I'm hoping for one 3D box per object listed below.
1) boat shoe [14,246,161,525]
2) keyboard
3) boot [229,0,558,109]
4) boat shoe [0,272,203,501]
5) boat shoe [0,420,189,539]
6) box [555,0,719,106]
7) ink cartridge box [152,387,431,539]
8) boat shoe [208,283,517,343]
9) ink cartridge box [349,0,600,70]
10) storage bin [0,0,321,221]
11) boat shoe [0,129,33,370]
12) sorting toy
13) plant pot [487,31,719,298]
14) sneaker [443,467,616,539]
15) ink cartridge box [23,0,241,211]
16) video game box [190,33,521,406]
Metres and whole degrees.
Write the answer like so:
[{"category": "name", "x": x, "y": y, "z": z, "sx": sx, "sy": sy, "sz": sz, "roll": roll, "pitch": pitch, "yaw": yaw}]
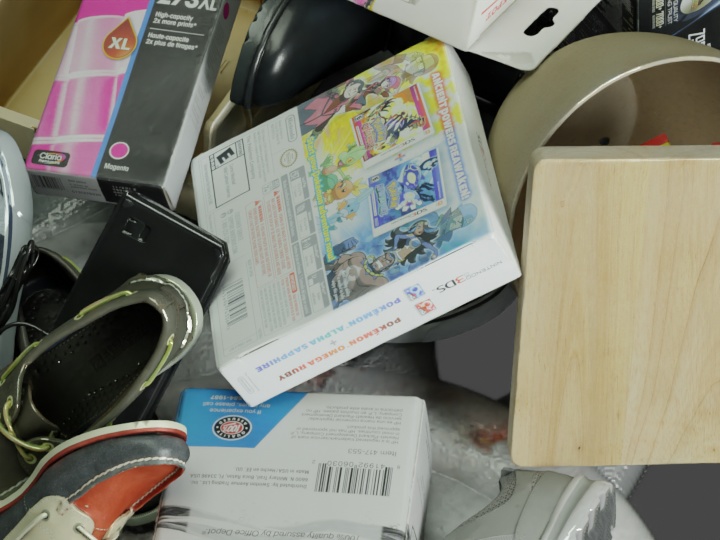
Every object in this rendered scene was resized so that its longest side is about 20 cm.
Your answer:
[{"category": "boat shoe", "x": -0.171, "y": 0.069, "z": 1.700, "sx": 0.072, "sy": 0.061, "sz": 0.201, "roll": -23, "pitch": 52, "yaw": -13}, {"category": "keyboard", "x": -0.172, "y": 0.045, "z": 1.646, "sx": 0.127, "sy": 0.021, "sz": 0.200, "roll": 29, "pitch": 97, "yaw": 7}, {"category": "boot", "x": 0.030, "y": -0.148, "z": 1.758, "sx": 0.168, "sy": 0.076, "sz": 0.200, "roll": 26, "pitch": 51, "yaw": 10}, {"category": "boat shoe", "x": -0.179, "y": 0.076, "z": 1.608, "sx": 0.202, "sy": 0.060, "sz": 0.072, "roll": -41, "pitch": 86, "yaw": 9}, {"category": "boat shoe", "x": -0.170, "y": 0.148, "z": 1.583, "sx": 0.200, "sy": 0.071, "sz": 0.063, "roll": -32, "pitch": 55, "yaw": 29}, {"category": "box", "x": 0.168, "y": -0.208, "z": 1.827, "sx": 0.086, "sy": 0.164, "sz": 0.200, "roll": -25, "pitch": 52, "yaw": -14}, {"category": "ink cartridge box", "x": -0.042, "y": 0.170, "z": 1.587, "sx": 0.146, "sy": 0.086, "sz": 0.200, "roll": 2, "pitch": 52, "yaw": 8}, {"category": "boat shoe", "x": 0.000, "y": -0.002, "z": 1.736, "sx": 0.199, "sy": 0.068, "sz": 0.074, "roll": 0, "pitch": 51, "yaw": 6}, {"category": "ink cartridge box", "x": 0.047, "y": -0.208, "z": 1.712, "sx": 0.200, "sy": 0.068, "sz": 0.116, "roll": 25, "pitch": 43, "yaw": 17}, {"category": "storage bin", "x": -0.140, "y": -0.152, "z": 1.858, "sx": 0.200, "sy": 0.094, "sz": 0.199, "roll": 20, "pitch": 55, "yaw": 20}, {"category": "boat shoe", "x": -0.258, "y": 0.004, "z": 1.692, "sx": 0.091, "sy": 0.071, "sz": 0.200, "roll": 11, "pitch": 75, "yaw": -38}, {"category": "sorting toy", "x": 0.186, "y": 0.010, "z": 1.621, "sx": 0.199, "sy": 0.200, "sz": 0.070, "roll": -1, "pitch": 28, "yaw": -7}, {"category": "plant pot", "x": 0.156, "y": -0.067, "z": 1.709, "sx": 0.200, "sy": 0.200, "sz": 0.134, "roll": -21, "pitch": 34, "yaw": -11}, {"category": "sneaker", "x": 0.070, "y": 0.188, "z": 1.580, "sx": 0.082, "sy": 0.075, "sz": 0.200, "roll": 17, "pitch": 43, "yaw": 27}, {"category": "ink cartridge box", "x": -0.138, "y": -0.133, "z": 1.759, "sx": 0.095, "sy": 0.037, "sz": 0.200, "roll": 7, "pitch": 60, "yaw": 15}, {"category": "video game box", "x": -0.007, "y": -0.034, "z": 1.653, "sx": 0.182, "sy": 0.047, "sz": 0.200, "roll": -28, "pitch": 39, "yaw": 15}]
